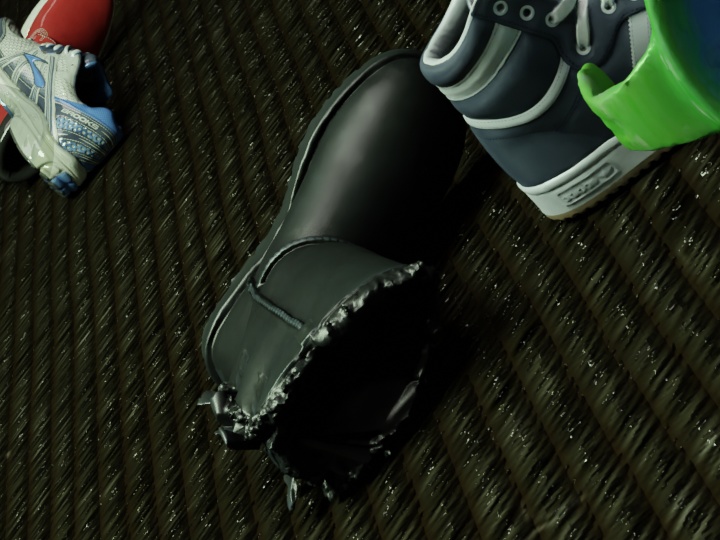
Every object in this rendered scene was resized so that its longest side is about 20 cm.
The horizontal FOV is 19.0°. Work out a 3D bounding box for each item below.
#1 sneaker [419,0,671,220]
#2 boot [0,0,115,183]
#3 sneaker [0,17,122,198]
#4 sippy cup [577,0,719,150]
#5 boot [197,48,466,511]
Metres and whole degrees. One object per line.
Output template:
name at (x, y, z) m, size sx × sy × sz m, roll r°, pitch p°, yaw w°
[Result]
sneaker at (0.113, -0.115, 0.858) m, size 0.200 × 0.108 × 0.070 m, roll -40°, pitch 22°, yaw 23°
boot at (-0.255, -0.163, 1.806) m, size 0.201 × 0.072 × 0.144 m, roll -61°, pitch 21°, yaw -7°
sneaker at (-0.236, -0.140, 1.674) m, size 0.085 × 0.077 × 0.200 m, roll -35°, pitch 49°, yaw 2°
sippy cup at (0.160, -0.119, 0.752) m, size 0.176 × 0.141 × 0.130 m, roll -6°, pitch 16°, yaw 4°
boot at (0.000, -0.001, 0.948) m, size 0.199 × 0.073 × 0.162 m, roll -56°, pitch 17°, yaw 2°
